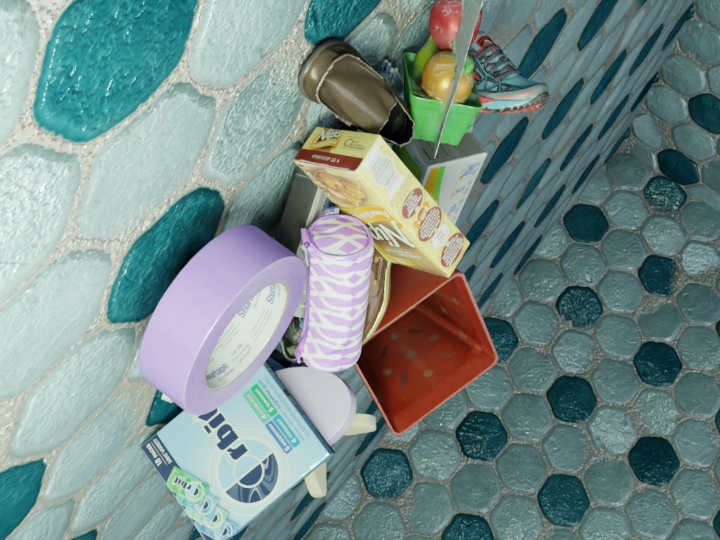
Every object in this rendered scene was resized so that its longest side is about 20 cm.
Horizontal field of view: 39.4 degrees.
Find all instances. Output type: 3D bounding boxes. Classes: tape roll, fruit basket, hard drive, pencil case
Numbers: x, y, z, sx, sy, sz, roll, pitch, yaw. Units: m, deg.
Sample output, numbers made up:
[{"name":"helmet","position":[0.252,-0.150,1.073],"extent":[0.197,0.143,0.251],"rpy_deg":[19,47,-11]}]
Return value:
[{"name":"tape roll","position":[-0.143,0.053,1.069],"extent":[0.200,0.065,0.201],"rpy_deg":[-51,163,-22]},{"name":"fruit basket","position":[0.111,-0.258,1.186],"extent":[0.186,0.093,0.201],"rpy_deg":[-95,-158,-56]},{"name":"hard drive","position":[-0.064,-0.043,1.235],"extent":[0.140,0.037,0.202],"rpy_deg":[26,83,-76]},{"name":"pencil case","position":[-0.033,0.030,1.197],"extent":[0.085,0.084,0.202],"rpy_deg":[-10,130,-17]}]

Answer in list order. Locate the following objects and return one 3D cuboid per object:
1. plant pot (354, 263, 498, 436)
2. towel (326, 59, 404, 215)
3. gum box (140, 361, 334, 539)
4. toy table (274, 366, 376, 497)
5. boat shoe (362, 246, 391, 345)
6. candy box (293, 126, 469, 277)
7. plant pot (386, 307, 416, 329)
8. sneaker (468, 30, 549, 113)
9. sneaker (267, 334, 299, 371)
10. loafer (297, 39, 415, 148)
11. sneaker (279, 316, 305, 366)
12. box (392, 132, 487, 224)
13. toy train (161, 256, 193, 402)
[{"name":"plant pot","position":[0.059,0.084,1.516],"extent":[0.199,0.176,0.201],"rpy_deg":[-34,130,-9]},{"name":"towel","position":[0.011,-0.150,1.269],"extent":[0.147,0.024,0.202],"rpy_deg":[37,73,-77]},{"name":"gum box","position":[-0.163,0.237,1.332],"extent":[0.199,0.170,0.045],"rpy_deg":[-39,169,2]},{"name":"toy table","position":[-0.079,0.219,1.429],"extent":[0.117,0.198,0.186],"rpy_deg":[42,52,-55]},{"name":"boat shoe","position":[0.000,0.000,1.286],"extent":[0.067,0.072,0.202],"rpy_deg":[6,104,-47]},{"name":"candy box","position":[0.027,-0.078,1.159],"extent":[0.056,0.115,0.200],"rpy_deg":[-55,129,-15]},{"name":"plant pot","position":[0.034,0.049,1.695],"extent":[0.200,0.134,0.200],"rpy_deg":[-49,165,-17]},{"name":"sneaker","position":[0.154,-0.255,1.284],"extent":[0.079,0.199,0.097],"rpy_deg":[-15,116,-44]},{"name":"sneaker","position":[-0.116,0.125,1.517],"extent":[0.201,0.073,0.082],"rpy_deg":[-58,174,-22]},{"name":"loafer","position":[0.007,-0.190,1.104],"extent":[0.073,0.071,0.199],"rpy_deg":[-56,149,10]},{"name":"sneaker","position":[-0.075,0.093,1.394],"extent":[0.082,0.071,0.200],"rpy_deg":[-36,167,-10]},{"name":"box","position":[0.083,-0.124,1.432],"extent":[0.101,0.113,0.201],"rpy_deg":[-15,148,-28]},{"name":"toy train","position":[-0.183,0.048,1.156],"extent":[0.150,0.055,0.201],"rpy_deg":[-29,149,-57]}]
